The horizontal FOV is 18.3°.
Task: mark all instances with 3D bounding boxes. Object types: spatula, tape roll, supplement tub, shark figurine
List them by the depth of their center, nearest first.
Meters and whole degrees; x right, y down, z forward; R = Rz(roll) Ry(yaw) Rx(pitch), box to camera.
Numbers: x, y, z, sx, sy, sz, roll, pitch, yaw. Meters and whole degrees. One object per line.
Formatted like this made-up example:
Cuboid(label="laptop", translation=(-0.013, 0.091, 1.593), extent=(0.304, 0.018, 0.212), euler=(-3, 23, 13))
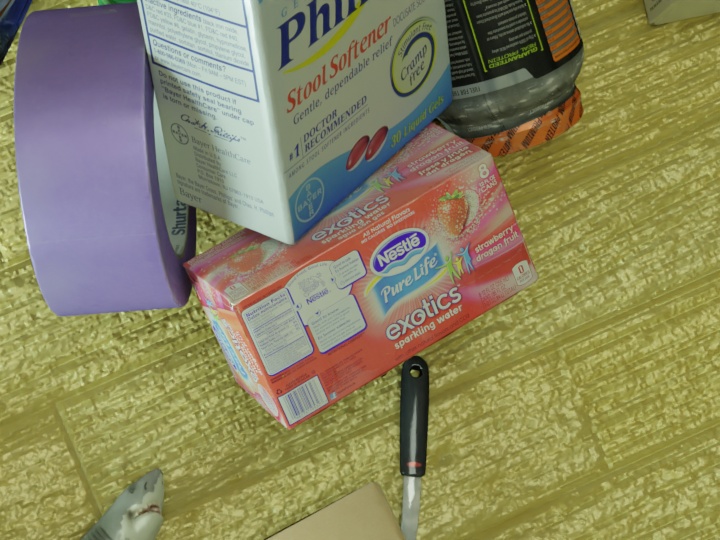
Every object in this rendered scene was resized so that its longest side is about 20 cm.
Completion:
Cuboid(label="tape roll", translation=(-0.163, -0.073, 1.460), extent=(0.084, 0.200, 0.202), euler=(-4, 83, 4))
Cuboid(label="shark figurine", translation=(-0.221, 0.211, 1.474), extent=(0.089, 0.214, 0.129), euler=(18, 112, 34))
Cuboid(label="supplement tub", translation=(0.080, -0.186, 1.528), extent=(0.122, 0.123, 0.201), euler=(-21, 108, -9))
Cuboid(label="spatula", translation=(0.035, 0.159, 1.551), extent=(0.056, 0.021, 0.202), euler=(4, 81, -7))

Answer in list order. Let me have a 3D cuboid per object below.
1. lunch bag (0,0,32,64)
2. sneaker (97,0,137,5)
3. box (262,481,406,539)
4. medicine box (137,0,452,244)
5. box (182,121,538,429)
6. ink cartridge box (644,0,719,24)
Cuboid(label="lunch bag", translation=(-0.291, -0.237, 1.485), extent=(0.169, 0.200, 0.124), euler=(28, 47, 0))
Cuboid(label="sneaker", translation=(-0.162, -0.261, 1.550), extent=(0.074, 0.084, 0.201), euler=(-11, 83, -8))
Cuboid(label="box", translation=(-0.016, 0.267, 1.498), extent=(0.163, 0.021, 0.201), euler=(-26, 88, -18))
Cuboid(label="medicine box", translation=(-0.038, -0.154, 1.415), extent=(0.103, 0.201, 0.182), euler=(22, 47, 31))
Cuboid(label="box", translation=(0.000, 0.000, 1.458), extent=(0.199, 0.095, 0.103), euler=(-31, 118, -14))
Cuboid(label="ink cartridge box", translation=(0.261, -0.293, 1.604), extent=(0.144, 0.084, 0.201), euler=(-12, 84, -9))
